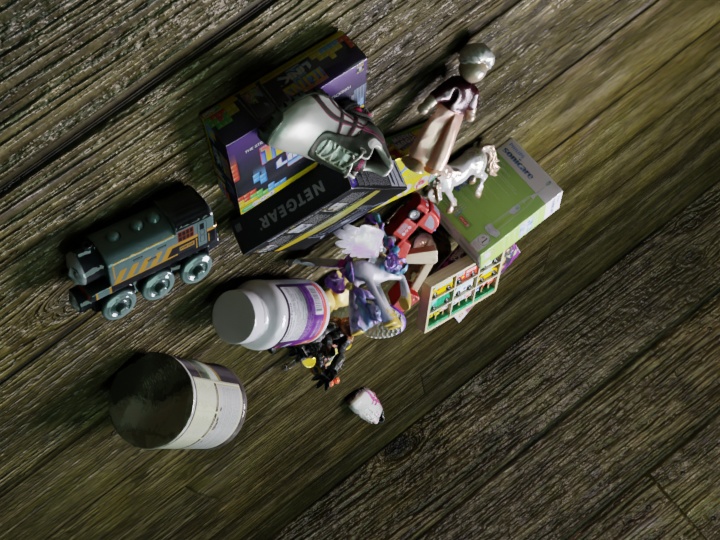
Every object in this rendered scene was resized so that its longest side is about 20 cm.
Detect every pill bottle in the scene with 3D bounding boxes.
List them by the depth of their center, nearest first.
[{"bbox_3d":[-0.143,0.069,1.460,0.111,0.112,0.200,-47,160,21],"label":"pill bottle"}]

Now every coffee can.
[{"bbox_3d":[-0.287,0.213,1.461,0.146,0.147,0.200,-41,161,5],"label":"coffee can"}]

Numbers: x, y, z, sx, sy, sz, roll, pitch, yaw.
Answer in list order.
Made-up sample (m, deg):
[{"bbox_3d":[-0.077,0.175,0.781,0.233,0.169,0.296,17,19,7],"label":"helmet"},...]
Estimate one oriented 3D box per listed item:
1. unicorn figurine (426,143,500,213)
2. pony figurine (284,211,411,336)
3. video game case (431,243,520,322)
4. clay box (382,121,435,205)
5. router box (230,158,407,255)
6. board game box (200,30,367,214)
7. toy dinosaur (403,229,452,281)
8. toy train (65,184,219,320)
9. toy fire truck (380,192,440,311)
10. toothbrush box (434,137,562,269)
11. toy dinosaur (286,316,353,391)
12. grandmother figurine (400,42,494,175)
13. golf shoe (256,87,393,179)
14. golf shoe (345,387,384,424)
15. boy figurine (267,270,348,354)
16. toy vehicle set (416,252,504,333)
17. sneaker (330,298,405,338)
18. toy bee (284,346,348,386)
[{"bbox_3d":[0.166,-0.161,1.609,0.200,0.074,0.138,-48,156,-22],"label":"unicorn figurine"},{"bbox_3d":[0.000,0.000,1.488,0.166,0.201,0.193,-22,169,39],"label":"pony figurine"},{"bbox_3d":[0.227,-0.005,1.840,0.200,0.036,0.181,-48,149,-2],"label":"video game case"},{"bbox_3d":[0.053,-0.159,1.412,0.200,0.048,0.115,-28,156,-33],"label":"clay box"},{"bbox_3d":[-0.056,-0.089,1.263,0.199,0.052,0.157,-29,170,28],"label":"router box"},{"bbox_3d":[-0.085,-0.175,1.103,0.200,0.057,0.165,-35,162,-14],"label":"board game box"},{"bbox_3d":[0.127,-0.036,1.788,0.135,0.086,0.200,-42,155,1],"label":"toy dinosaur"},{"bbox_3d":[-0.259,-0.022,1.093,0.199,0.085,0.114,-28,146,-27],"label":"toy train"},{"bbox_3d":[0.089,-0.032,1.648,0.141,0.049,0.200,31,113,-27],"label":"toy fire truck"},{"bbox_3d":[0.256,-0.126,1.723,0.200,0.146,0.086,-39,161,-5],"label":"toothbrush box"},{"bbox_3d":[-0.058,0.123,1.628,0.136,0.102,0.200,-52,175,-44],"label":"toy dinosaur"},{"bbox_3d":[0.134,-0.235,1.320,0.121,0.060,0.201,-11,133,-56],"label":"grandmother figurine"},{"bbox_3d":[-0.031,-0.151,1.041,0.077,0.088,0.200,-49,158,28],"label":"golf shoe"},{"bbox_3d":[0.023,0.375,2.512,0.073,0.092,0.200,-40,160,6],"label":"golf shoe"},{"bbox_3d":[-0.091,0.069,1.631,0.200,0.065,0.124,-35,168,-19],"label":"boy figurine"},{"bbox_3d":[0.195,0.030,1.777,0.199,0.026,0.125,-28,141,-29],"label":"toy vehicle set"},{"bbox_3d":[0.008,0.079,1.721,0.099,0.199,0.070,-17,108,-56],"label":"sneaker"},{"bbox_3d":[-0.068,0.172,1.847,0.131,0.109,0.200,-33,160,-24],"label":"toy bee"}]
